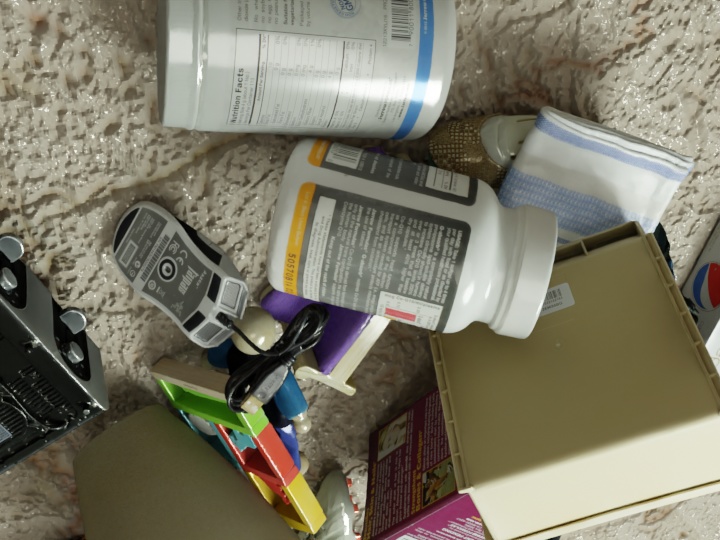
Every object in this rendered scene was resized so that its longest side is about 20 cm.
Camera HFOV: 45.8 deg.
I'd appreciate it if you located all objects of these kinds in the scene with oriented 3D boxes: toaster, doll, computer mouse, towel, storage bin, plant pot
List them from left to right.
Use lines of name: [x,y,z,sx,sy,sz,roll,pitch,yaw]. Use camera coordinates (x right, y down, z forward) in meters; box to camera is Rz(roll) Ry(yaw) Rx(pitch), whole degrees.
toaster: [-0.322,0.073,0.666,0.198,0.119,0.182,-31,123,2]
plant pot: [-0.165,0.229,0.755,0.186,0.187,0.202,-36,80,7]
computer mouse: [-0.120,0.017,0.686,0.111,0.199,0.044,-54,161,16]
doll: [-0.092,0.110,0.767,0.048,0.135,0.203,-40,146,-32]
towel: [0.176,-0.030,0.724,0.144,0.024,0.203,16,119,-13]
storage bin: [0.163,0.084,0.668,0.196,0.201,0.094,-20,134,13]

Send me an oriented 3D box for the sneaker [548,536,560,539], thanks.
sneaker: [0.153,0.268,0.915,0.196,0.141,0.079,-25,125,-2]

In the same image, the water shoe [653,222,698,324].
water shoe: [0.296,0.023,0.831,0.072,0.078,0.201,-45,140,-17]

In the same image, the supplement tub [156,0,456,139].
supplement tub: [-0.042,-0.163,0.603,0.195,0.133,0.135,0,121,-16]

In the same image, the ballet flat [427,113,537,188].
ballet flat: [0.153,-0.106,0.732,0.196,0.072,0.065,1,159,-25]

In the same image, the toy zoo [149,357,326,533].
toy zoo: [-0.106,0.171,0.782,0.020,0.130,0.203,-44,123,-32]

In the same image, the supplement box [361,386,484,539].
supplement box: [0.096,0.192,0.814,0.102,0.133,0.200,26,136,-23]

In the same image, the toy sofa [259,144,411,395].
toy sofa: [0.000,0.000,0.743,0.096,0.083,0.201,27,109,-29]

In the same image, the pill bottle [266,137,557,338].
pill bottle: [0.037,-0.020,0.627,0.195,0.117,0.119,15,118,2]

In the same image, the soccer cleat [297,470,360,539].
soccer cleat: [-0.046,0.301,0.921,0.076,0.070,0.204,0,123,-13]

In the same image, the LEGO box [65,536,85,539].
LEGO box: [-0.241,0.369,0.894,0.145,0.078,0.204,-8,122,-12]

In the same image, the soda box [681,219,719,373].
soda box: [0.376,0.050,0.897,0.062,0.068,0.203,8,117,-21]
